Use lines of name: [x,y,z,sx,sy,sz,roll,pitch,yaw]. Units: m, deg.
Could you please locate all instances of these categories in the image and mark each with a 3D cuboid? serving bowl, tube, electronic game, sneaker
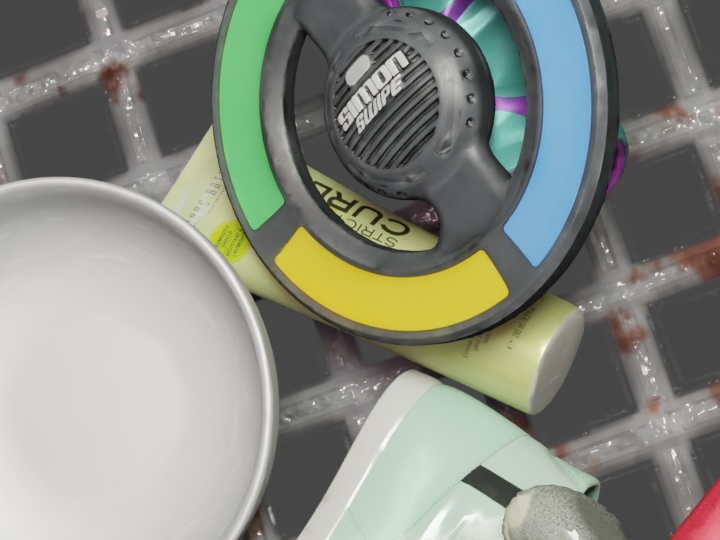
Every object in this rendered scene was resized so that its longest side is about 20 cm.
serving bowl: [-0.124,0.061,1.133,0.199,0.066,0.201,-1,86,16]
tube: [0.000,0.000,1.133,0.199,0.058,0.052,26,119,20]
electronic game: [0.019,-0.069,1.066,0.199,0.042,0.201,4,97,36]
sneaker: [0.024,0.152,1.080,0.118,0.074,0.201,25,83,23]

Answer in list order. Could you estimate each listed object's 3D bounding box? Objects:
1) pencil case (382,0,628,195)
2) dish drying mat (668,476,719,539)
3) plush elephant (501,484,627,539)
pencil case: [0.041,-0.113,1.125,0.092,0.085,0.201,-17,72,-26]
dish drying mat: [0.188,0.102,1.088,0.077,0.018,0.200,39,90,15]
plush elephant: [0.097,0.216,0.999,0.155,0.164,0.201,-44,38,29]
